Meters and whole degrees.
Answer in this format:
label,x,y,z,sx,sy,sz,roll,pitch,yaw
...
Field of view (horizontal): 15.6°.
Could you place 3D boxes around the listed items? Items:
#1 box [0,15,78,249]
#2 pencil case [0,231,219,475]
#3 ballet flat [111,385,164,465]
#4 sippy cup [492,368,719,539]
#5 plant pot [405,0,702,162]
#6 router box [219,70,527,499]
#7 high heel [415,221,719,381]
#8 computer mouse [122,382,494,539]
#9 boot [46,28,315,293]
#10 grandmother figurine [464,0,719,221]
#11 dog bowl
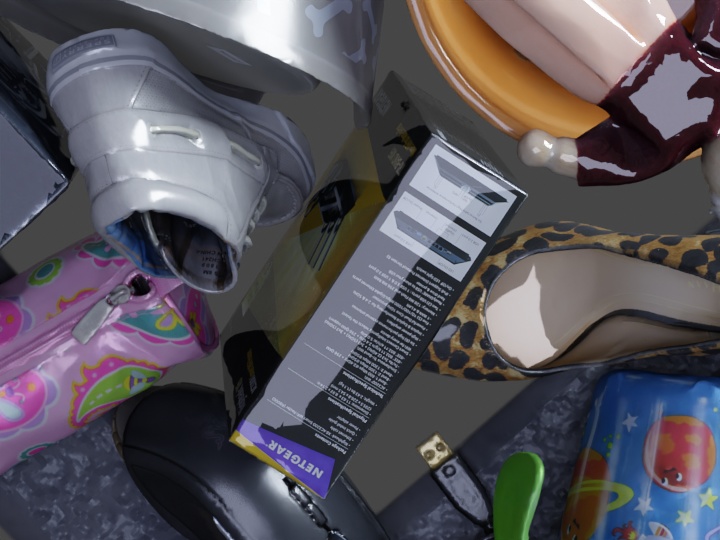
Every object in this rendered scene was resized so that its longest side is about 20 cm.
label,x,y,z,sx,sy,sz,roll,pitch,yaw
box,-0.224,-0.091,1.173,0.104,0.182,0.200,-42,99,6
pencil case,-0.165,0.047,1.247,0.200,0.087,0.088,-28,99,5
ballet flat,-0.040,0.128,1.283,0.200,0.046,0.067,34,54,-6
sippy cup,0.155,0.114,1.249,0.139,0.178,0.131,6,88,26
plant pot,0.115,-0.153,1.191,0.200,0.140,0.200,0,99,-1
router box,0.000,0.000,1.184,0.052,0.200,0.157,32,97,-10
high heel,0.104,0.020,1.218,0.200,0.143,0.071,-14,100,1
computer mouse,-0.007,0.107,1.253,0.200,0.046,0.140,46,55,2
boot,-0.073,-0.030,1.175,0.073,0.200,0.096,-22,66,21
grandmother figurine,0.114,-0.086,1.104,0.200,0.061,0.121,40,106,-5
dog bowl,-0.080,-0.124,1.170,0.200,0.200,0.059,19,85,-4
